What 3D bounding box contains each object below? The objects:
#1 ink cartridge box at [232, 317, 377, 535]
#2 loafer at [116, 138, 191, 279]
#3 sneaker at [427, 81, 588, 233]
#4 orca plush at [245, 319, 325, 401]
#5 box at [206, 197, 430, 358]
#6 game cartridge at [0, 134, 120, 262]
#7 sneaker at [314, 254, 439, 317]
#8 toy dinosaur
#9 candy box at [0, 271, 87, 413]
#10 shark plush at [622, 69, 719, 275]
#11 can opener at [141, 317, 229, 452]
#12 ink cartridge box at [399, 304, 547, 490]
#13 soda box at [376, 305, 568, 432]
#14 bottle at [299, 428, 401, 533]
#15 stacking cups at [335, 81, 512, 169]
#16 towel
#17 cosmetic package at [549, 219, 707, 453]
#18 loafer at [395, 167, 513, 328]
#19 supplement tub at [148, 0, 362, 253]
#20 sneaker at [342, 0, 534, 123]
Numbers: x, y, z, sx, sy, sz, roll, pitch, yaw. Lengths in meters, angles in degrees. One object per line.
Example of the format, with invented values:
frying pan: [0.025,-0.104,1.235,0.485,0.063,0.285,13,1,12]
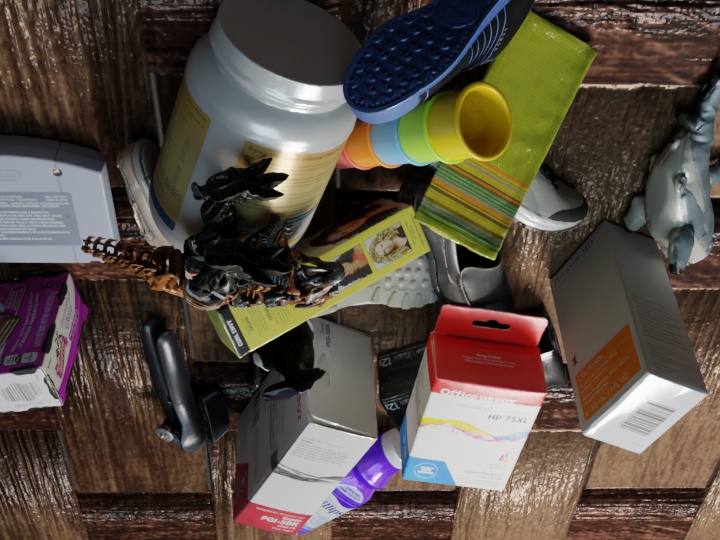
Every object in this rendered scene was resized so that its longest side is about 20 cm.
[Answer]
ink cartridge box: [-0.063,0.172,1.107,0.082,0.148,0.200,19,131,-20]
loafer: [-0.184,-0.038,0.963,0.062,0.072,0.201,-11,136,18]
sneaker: [0.137,-0.099,0.912,0.199,0.074,0.080,27,115,-27]
orca plush: [-0.096,0.066,0.989,0.071,0.200,0.105,41,105,-20]
box: [-0.041,0.003,0.909,0.199,0.075,0.050,-30,108,-15]
game cartridge: [-0.333,-0.065,0.952,0.198,0.041,0.134,1,137,-3]
sneaker: [0.000,0.000,1.006,0.198,0.080,0.077,-4,96,-21]
toy dinosaur: [-0.105,-0.003,0.781,0.199,0.103,0.136,-15,160,-29]
candy box: [-0.389,0.079,1.017,0.198,0.137,0.061,-9,132,6]
shark plush: [0.310,-0.094,0.953,0.083,0.091,0.202,-11,115,-18]
can opener: [-0.208,0.130,1.134,0.063,0.079,0.201,20,141,34]
ink cartridge box: [0.116,0.133,1.033,0.115,0.068,0.201,7,131,-7]
soda box: [0.120,0.109,1.106,0.198,0.071,0.064,-18,132,15]
bottle: [-0.025,0.257,1.244,0.199,0.066,0.083,-32,126,25]
stacking cups: [0.036,-0.108,0.839,0.060,0.061,0.199,34,158,-29]
towel: [0.124,-0.114,0.861,0.086,0.018,0.201,24,97,-20]
cosmetic package: [0.252,0.060,0.975,0.071,0.201,0.102,20,130,-19]
loafer: [0.105,-0.009,0.972,0.072,0.073,0.200,18,153,48]
supplement tub: [-0.087,-0.112,0.839,0.143,0.145,0.201,15,131,-16]
sneaker: [0.069,-0.175,0.780,0.200,0.070,0.078,-44,156,-10]
